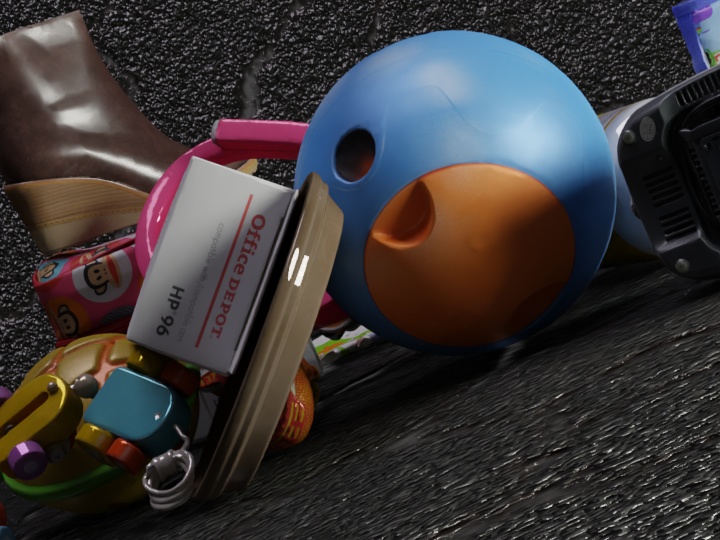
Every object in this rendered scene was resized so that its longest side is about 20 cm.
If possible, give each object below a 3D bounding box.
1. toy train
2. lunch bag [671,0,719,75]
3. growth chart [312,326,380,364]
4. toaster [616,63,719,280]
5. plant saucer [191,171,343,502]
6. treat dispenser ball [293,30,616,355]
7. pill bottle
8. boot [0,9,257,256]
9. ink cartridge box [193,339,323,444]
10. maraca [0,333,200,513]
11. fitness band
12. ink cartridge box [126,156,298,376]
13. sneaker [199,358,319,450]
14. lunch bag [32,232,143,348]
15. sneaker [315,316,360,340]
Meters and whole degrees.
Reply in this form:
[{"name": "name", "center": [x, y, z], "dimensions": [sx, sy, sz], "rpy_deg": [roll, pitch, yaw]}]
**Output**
[{"name": "toy train", "center": [-0.173, 0.129, 1.360], "dimensions": [0.199, 0.056, 0.151], "rpy_deg": [-19, 49, 19]}, {"name": "lunch bag", "center": [0.314, -0.141, 1.520], "dimensions": [0.199, 0.151, 0.094], "rpy_deg": [-24, 3, -8]}, {"name": "growth chart", "center": [-0.001, 0.053, 1.846], "dimensions": [0.200, 0.018, 0.145], "rpy_deg": [-22, 5, 44]}, {"name": "toaster", "center": [0.251, -0.076, 1.274], "dimensions": [0.200, 0.114, 0.129], "rpy_deg": [-24, 0, 33]}, {"name": "plant saucer", "center": [-0.051, 0.041, 1.308], "dimensions": [0.029, 0.201, 0.200], "rpy_deg": [19, 0, -4]}, {"name": "treat dispenser ball", "center": [0.058, -0.048, 1.416], "dimensions": [0.200, 0.202, 0.201], "rpy_deg": [-24, 3, 1]}, {"name": "pill bottle", "center": [0.188, -0.058, 1.510], "dimensions": [0.104, 0.105, 0.200], "rpy_deg": [-25, 4, -17]}, {"name": "boot", "center": [-0.182, -0.116, 1.701], "dimensions": [0.199, 0.167, 0.072], "rpy_deg": [-20, 6, -28]}, {"name": "ink cartridge box", "center": [-0.150, 0.089, 1.733], "dimensions": [0.200, 0.085, 0.144], "rpy_deg": [-20, 5, 36]}, {"name": "maraca", "center": [-0.183, 0.100, 1.492], "dimensions": [0.200, 0.107, 0.137], "rpy_deg": [-8, 33, 45]}, {"name": "fitness band", "center": [-0.066, -0.031, 1.563], "dimensions": [0.199, 0.144, 0.037], "rpy_deg": [6, -18, 30]}, {"name": "ink cartridge box", "center": [-0.091, -0.002, 1.360], "dimensions": [0.068, 0.116, 0.200], "rpy_deg": [19, -3, -6]}, {"name": "sneaker", "center": [-0.054, 0.071, 1.473], "dimensions": [0.077, 0.073, 0.200], "rpy_deg": [18, 7, -17]}, {"name": "lunch bag", "center": [-0.147, -0.002, 1.721], "dimensions": [0.176, 0.082, 0.200], "rpy_deg": [-22, 4, 5]}, {"name": "sneaker", "center": [0.000, 0.000, 1.593], "dimensions": [0.199, 0.080, 0.078], "rpy_deg": [-22, -9, 16]}]
